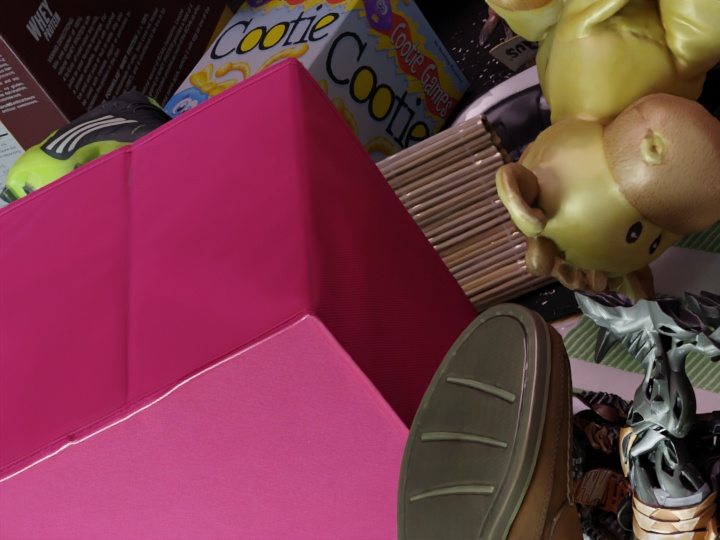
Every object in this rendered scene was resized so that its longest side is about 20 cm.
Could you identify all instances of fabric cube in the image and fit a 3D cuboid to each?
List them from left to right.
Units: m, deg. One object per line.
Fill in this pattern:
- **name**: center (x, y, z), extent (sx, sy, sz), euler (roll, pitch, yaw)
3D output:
- **fabric cube**: center (-0.059, 0.063, 1.075), extent (0.199, 0.196, 0.200), euler (-26, 36, 15)

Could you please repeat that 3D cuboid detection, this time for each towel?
- **towel**: center (0.184, 0.006, 1.074), extent (0.152, 0.023, 0.200), euler (12, 55, 48)

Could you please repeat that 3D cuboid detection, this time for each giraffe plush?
- **giraffe plush**: center (0.118, -0.073, 1.044), extent (0.200, 0.172, 0.163), euler (135, 147, -54)

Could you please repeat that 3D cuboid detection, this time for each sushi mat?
- **sushi mat**: center (0.000, 0.000, 1.192), extent (0.199, 0.096, 0.012), euler (-25, 8, 20)

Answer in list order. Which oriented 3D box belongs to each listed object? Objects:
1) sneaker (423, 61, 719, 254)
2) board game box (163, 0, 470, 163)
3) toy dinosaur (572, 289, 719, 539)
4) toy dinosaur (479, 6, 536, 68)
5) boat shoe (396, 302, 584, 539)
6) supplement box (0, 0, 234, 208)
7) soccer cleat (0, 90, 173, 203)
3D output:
- **sneaker**: center (0.121, -0.069, 1.181), extent (0.200, 0.076, 0.088), euler (-39, 39, -2)
- **board game box**: center (-0.044, -0.071, 1.306), extent (0.103, 0.105, 0.200), euler (4, 51, 46)
- **toy dinosaur**: center (0.142, 0.079, 0.964), extent (0.199, 0.102, 0.137), euler (7, 94, 28)
- **toy dinosaur**: center (0.116, -0.163, 1.238), extent (0.135, 0.086, 0.200), euler (-35, -12, 8)
- **boat shoe**: center (0.058, 0.117, 0.948), extent (0.072, 0.068, 0.201), euler (5, 80, 52)
- **supplement box**: center (-0.209, -0.154, 1.476), extent (0.132, 0.200, 0.198), euler (-12, 40, 33)
- **soccer cleat**: center (-0.120, -0.062, 1.203), extent (0.199, 0.068, 0.081), euler (-1, 45, 53)
